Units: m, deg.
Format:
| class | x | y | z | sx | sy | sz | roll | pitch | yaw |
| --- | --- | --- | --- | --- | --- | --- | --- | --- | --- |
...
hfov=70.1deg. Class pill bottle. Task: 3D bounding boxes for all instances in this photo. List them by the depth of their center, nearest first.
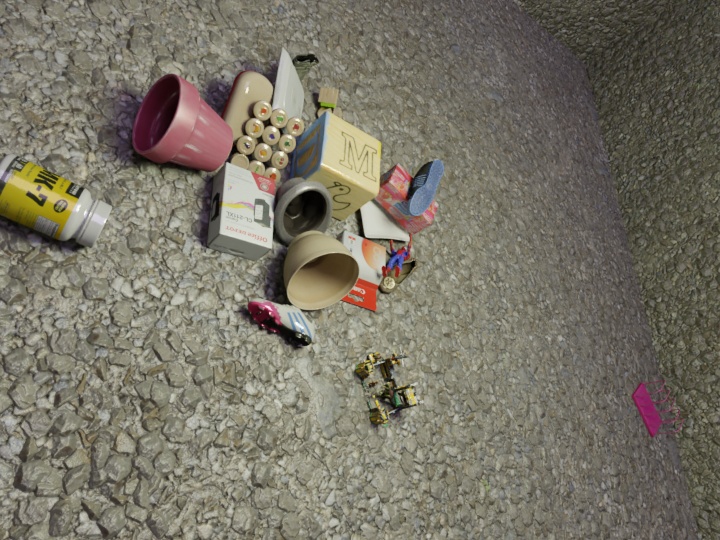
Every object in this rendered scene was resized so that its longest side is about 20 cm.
| class | x | y | z | sx | sy | sz | roll | pitch | yaw |
| --- | --- | --- | --- | --- | --- | --- | --- | --- | --- |
| pill bottle | -0.606 | -0.130 | 1.006 | 0.198 | 0.114 | 0.116 | 28 | 55 | -29 |

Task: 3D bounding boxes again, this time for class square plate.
| class | x | y | z | sx | sy | sz | roll | pitch | yaw |
| --- | --- | --- | --- | --- | --- | --- | --- | --- | --- |
| square plate | -0.199 | -0.486 | 1.462 | 0.198 | 0.028 | 0.204 | 61 | 34 | -71 |
| square plate | 0.067 | -0.190 | 1.654 | 0.198 | 0.028 | 0.202 | 2 | 70 | -40 |

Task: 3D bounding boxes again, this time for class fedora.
| class | x | y | z | sx | sy | sz | roll | pitch | yaw |
| --- | --- | --- | --- | --- | --- | --- | --- | --- | --- |
| fedora | -0.167 | -0.170 | 1.381 | 0.175 | 0.201 | 0.091 | -33 | 56 | -12 |

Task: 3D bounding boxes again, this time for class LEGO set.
| class | x | y | z | sx | sy | sz | roll | pitch | yaw |
| --- | --- | --- | --- | --- | --- | --- | --- | --- | --- |
| LEGO set | 0.085 | 0.311 | 1.390 | 0.152 | 0.115 | 0.204 | 1 | 70 | -40 |

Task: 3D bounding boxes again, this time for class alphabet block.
| class | x | y | z | sx | sy | sz | roll | pitch | yaw |
| --- | --- | --- | --- | --- | --- | --- | --- | --- | --- |
| alphabet block | -0.074 | -0.296 | 1.481 | 0.198 | 0.194 | 0.200 | 21 | 60 | -30 |

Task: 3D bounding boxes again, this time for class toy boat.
| class | x | y | z | sx | sy | sz | roll | pitch | yaw |
| --- | --- | --- | --- | --- | --- | --- | --- | --- | --- |
| toy boat | -0.317 | -0.437 | 1.388 | 0.129 | 0.130 | 0.203 | 16 | 100 | -47 |

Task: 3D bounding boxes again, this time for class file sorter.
| class | x | y | z | sx | sy | sz | roll | pitch | yaw |
| --- | --- | --- | --- | --- | --- | --- | --- | --- | --- |
| file sorter | 1.353 | 0.620 | 2.326 | 0.138 | 0.125 | 0.203 | -21 | 85 | -44 |

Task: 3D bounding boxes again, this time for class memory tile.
| class | x | y | z | sx | sy | sz | roll | pitch | yaw |
| --- | --- | --- | --- | --- | --- | --- | --- | --- | --- |
| memory tile | -0.249 | -0.337 | 1.372 | 0.152 | 0.202 | 0.017 | 19 | 18 | -34 |

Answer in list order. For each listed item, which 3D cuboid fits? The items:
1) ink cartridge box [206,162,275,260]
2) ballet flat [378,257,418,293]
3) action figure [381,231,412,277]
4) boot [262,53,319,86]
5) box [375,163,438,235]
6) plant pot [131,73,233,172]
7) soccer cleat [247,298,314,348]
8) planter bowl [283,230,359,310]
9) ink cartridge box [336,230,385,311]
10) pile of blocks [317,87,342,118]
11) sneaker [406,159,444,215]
| class | x | y | z | sx | sy | sz | roll | pitch | yaw |
| --- | --- | --- | --- | --- | --- | --- | --- | --- | --- |
| ink cartridge box | -0.297 | -0.146 | 1.296 | 0.144 | 0.082 | 0.204 | 16 | 61 | -35 |
| ballet flat | 0.126 | 0.008 | 1.612 | 0.199 | 0.046 | 0.068 | -33 | 92 | -44 |
| action figure | 0.115 | -0.058 | 1.578 | 0.200 | 0.064 | 0.101 | -49 | 140 | -66 |
| boot | -0.221 | -0.595 | 1.531 | 0.199 | 0.130 | 0.068 | -37 | 95 | -43 |
| box | 0.144 | -0.226 | 1.642 | 0.200 | 0.095 | 0.100 | 42 | 49 | -18 |
| plant pot | -0.412 | -0.330 | 1.223 | 0.178 | 0.198 | 0.204 | 25 | 54 | -49 |
| soccer cleat | -0.195 | 0.115 | 1.284 | 0.199 | 0.069 | 0.087 | 39 | 40 | -27 |
| planter bowl | -0.116 | -0.016 | 1.337 | 0.198 | 0.201 | 0.136 | 8 | 38 | -37 |
| ink cartridge box | 0.000 | 0.000 | 1.507 | 0.160 | 0.050 | 0.203 | 21 | 55 | -32 |
| pile of blocks | -0.089 | -0.484 | 1.655 | 0.062 | 0.081 | 0.204 | 12 | 64 | -85 |
| sneaker | 0.188 | -0.250 | 1.585 | 0.070 | 0.078 | 0.202 | 38 | 71 | -24 |
